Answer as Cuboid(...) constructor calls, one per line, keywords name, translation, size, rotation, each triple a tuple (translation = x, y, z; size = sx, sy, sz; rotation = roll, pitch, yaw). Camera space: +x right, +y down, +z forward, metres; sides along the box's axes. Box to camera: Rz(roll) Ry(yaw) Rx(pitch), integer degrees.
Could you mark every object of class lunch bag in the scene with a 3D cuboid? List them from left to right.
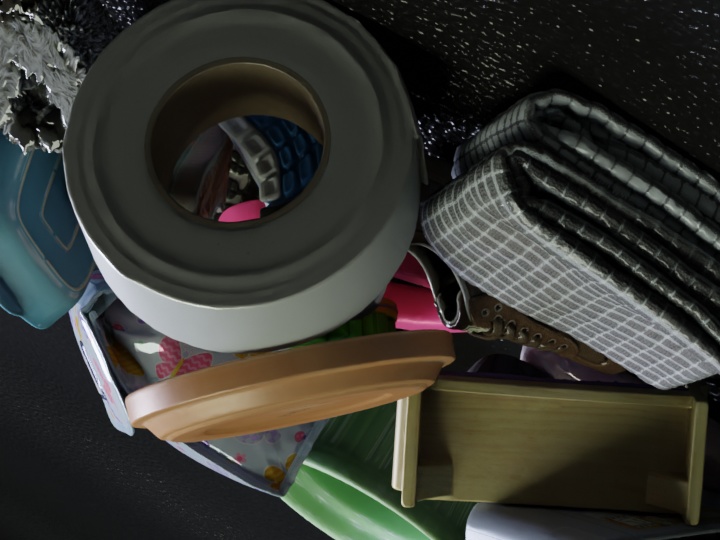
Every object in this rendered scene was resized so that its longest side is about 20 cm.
Cuboid(name="lunch bag", translation=(-0.132, 0.073, 1.957), size=(0.199, 0.128, 0.170), rotation=(34, 175, -13))

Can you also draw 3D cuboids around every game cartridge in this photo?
Cuboid(name="game cartridge", translation=(0.172, 0.167, 1.705), size=(0.199, 0.042, 0.133), rotation=(-2, -167, -39))

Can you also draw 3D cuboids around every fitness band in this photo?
Cuboid(name="fitness band", translation=(0.000, 0.000, 1.730), size=(0.199, 0.038, 0.143), rotation=(17, 161, -24))

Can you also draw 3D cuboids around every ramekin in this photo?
Cuboid(name="ramekin", translation=(0.023, 0.160, 2.109), size=(0.199, 0.098, 0.200), rotation=(28, 162, 10))

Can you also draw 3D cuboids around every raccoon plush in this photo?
Cuboid(name="raccoon plush", translation=(-0.166, -0.162, 1.634), size=(0.096, 0.134, 0.201), rotation=(16, 119, 24))

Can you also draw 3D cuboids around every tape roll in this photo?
Cuboid(name="tape roll", translation=(-0.064, -0.058, 1.495), size=(0.202, 0.203, 0.071), rotation=(27, 161, 16))

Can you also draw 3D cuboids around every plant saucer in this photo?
Cuboid(name="plant saucer", translation=(-0.040, 0.072, 1.574), size=(0.199, 0.033, 0.200), rotation=(-11, 173, -1))

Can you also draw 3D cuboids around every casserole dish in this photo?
Cuboid(name="casserole dish", translation=(-0.218, -0.051, 1.851), size=(0.039, 0.201, 0.121), rotation=(-18, 125, 24))

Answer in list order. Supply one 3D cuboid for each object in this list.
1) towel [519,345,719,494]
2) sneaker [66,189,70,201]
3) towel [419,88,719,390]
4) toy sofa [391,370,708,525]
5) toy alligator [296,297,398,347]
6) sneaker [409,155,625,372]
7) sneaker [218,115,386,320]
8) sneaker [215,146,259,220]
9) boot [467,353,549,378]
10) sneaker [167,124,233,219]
Cuboid(name="towel", translation=(0.197, 0.120, 1.817), size=(0.199, 0.032, 0.191), rotation=(29, 163, 10))
Cuboid(name="sneaker", translation=(-0.135, -0.029, 1.881), size=(0.200, 0.087, 0.077), rotation=(42, 160, -30))
Cuboid(name="towel", translation=(0.140, -0.007, 1.478), size=(0.199, 0.086, 0.166), rotation=(34, 163, -6))
Cuboid(name="toy sofa", translation=(0.121, 0.107, 1.690), size=(0.198, 0.083, 0.098), rotation=(3, -172, 1))
Cuboid(name="toy alligator", translation=(-0.026, 0.039, 1.690), size=(0.054, 0.060, 0.200), rotation=(-18, 153, 31))
Cuboid(name="sneaker", translation=(0.084, 0.016, 1.625), size=(0.200, 0.076, 0.070), rotation=(39, 162, -19))
Cuboid(name="sneaker", translation=(-0.031, -0.057, 1.585), size=(0.201, 0.075, 0.087), rotation=(65, -173, 20))
Cuboid(name="sneaker", translation=(-0.133, -0.096, 1.772), size=(0.199, 0.077, 0.089), rotation=(28, -166, 7))
Cuboid(name="boot", translation=(0.113, 0.125, 1.825), size=(0.200, 0.070, 0.131), rotation=(47, 165, -26))
Cuboid(name="sneaker", translation=(-0.123, -0.064, 1.626), size=(0.079, 0.072, 0.200), rotation=(9, -164, 3))
